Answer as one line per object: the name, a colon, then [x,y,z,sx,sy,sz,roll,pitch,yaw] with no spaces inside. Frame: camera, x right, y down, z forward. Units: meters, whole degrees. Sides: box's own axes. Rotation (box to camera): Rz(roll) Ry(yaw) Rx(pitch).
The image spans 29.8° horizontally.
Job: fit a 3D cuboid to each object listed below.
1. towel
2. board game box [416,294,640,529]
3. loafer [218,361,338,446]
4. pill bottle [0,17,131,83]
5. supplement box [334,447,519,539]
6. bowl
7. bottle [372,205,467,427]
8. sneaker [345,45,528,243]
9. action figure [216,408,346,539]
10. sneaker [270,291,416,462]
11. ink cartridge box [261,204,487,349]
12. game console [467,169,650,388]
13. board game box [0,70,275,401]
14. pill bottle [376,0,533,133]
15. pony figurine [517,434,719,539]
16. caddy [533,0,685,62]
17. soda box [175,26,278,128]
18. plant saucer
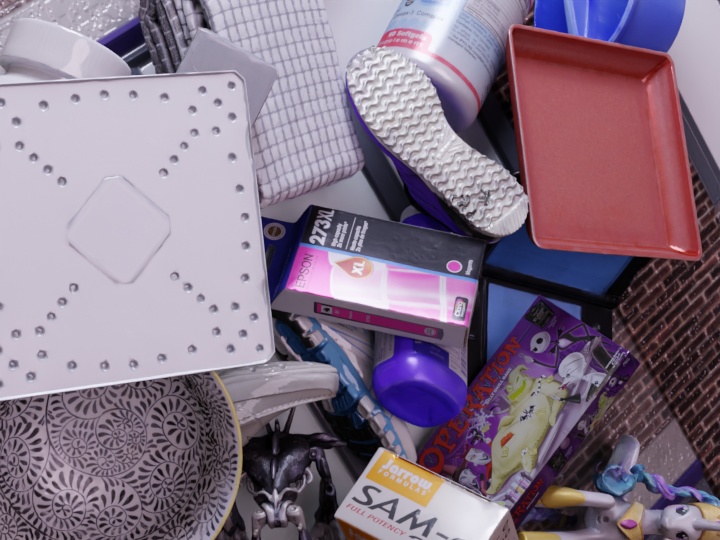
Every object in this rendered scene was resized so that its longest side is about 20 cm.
towel: [-0.087,-0.154,1.102,0.165,0.085,0.202,-28,105,-54]
board game box: [0.139,0.129,1.174,0.201,0.120,0.032,-53,129,-3]
loafer: [-0.111,0.117,1.077,0.197,0.070,0.071,-12,90,-11]
pill bottle: [-0.239,-0.066,0.949,0.109,0.109,0.202,25,79,-26]
supplement box: [0.069,0.246,1.100,0.074,0.125,0.201,-52,144,-25]
bowl: [-0.186,0.124,0.981,0.198,0.094,0.204,-1,98,-8]
bottle: [0.053,0.032,1.162,0.083,0.065,0.202,34,43,-34]
sneaker: [0.051,-0.097,1.158,0.069,0.100,0.201,-40,89,-16]
action figure: [-0.068,0.201,1.089,0.117,0.103,0.201,1,42,-4]
sneaker: [0.000,0.081,1.160,0.087,0.075,0.201,-42,106,-33]
ink cartridge box: [0.000,0.000,1.112,0.197,0.037,0.095,10,51,7]
game console: [0.185,0.025,1.244,0.198,0.116,0.178,14,69,-28]
board game box: [-0.164,-0.027,0.905,0.198,0.026,0.203,-7,91,-22]
pill bottle: [0.092,-0.233,1.223,0.108,0.108,0.202,36,68,-22]
pony figurine: [0.217,0.229,1.223,0.197,0.193,0.169,3,80,-11]
caddy: [0.231,-0.285,1.292,0.104,0.141,0.203,11,79,-32]
soda box: [-0.132,-0.072,0.986,0.068,0.063,0.202,26,95,-9]
plant saucer: [0.210,-0.107,1.206,0.198,0.037,0.203,4,74,-32]
